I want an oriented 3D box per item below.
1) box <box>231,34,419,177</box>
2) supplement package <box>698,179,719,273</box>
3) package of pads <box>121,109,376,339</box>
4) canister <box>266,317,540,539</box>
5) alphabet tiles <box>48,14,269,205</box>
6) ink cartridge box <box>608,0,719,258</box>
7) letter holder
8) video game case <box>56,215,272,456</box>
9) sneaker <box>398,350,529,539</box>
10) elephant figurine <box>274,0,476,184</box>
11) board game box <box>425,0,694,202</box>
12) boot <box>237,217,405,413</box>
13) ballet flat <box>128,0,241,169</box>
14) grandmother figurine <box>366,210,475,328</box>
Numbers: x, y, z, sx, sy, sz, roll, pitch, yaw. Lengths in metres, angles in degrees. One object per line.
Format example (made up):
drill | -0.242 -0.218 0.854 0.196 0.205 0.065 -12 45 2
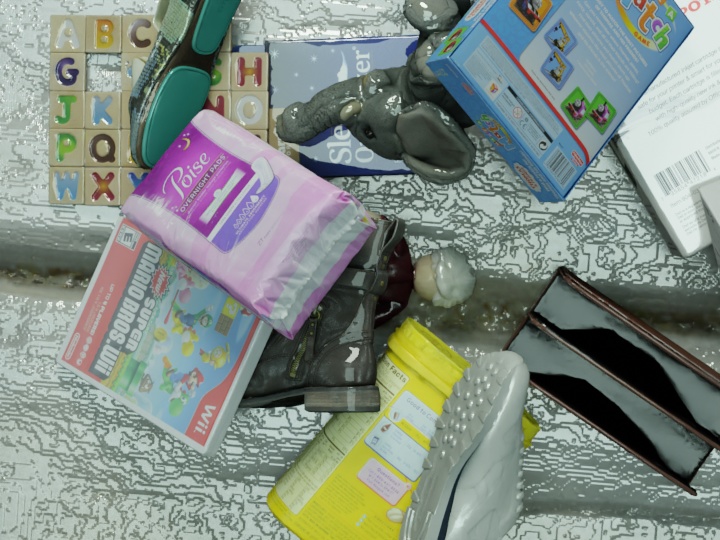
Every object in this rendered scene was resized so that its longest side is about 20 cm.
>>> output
box | -0.014 -0.141 1.618 0.200 0.032 0.121 -2 92 4
supplement package | 0.366 0.019 1.511 0.121 0.120 0.200 -21 127 2
package of pads | -0.091 -0.042 1.512 0.200 0.076 0.121 34 82 42
canister | 0.033 0.163 1.595 0.149 0.087 0.200 39 95 -5
alphabet tiles | -0.177 -0.139 1.624 0.200 0.008 0.167 1 92 12
ink cartridge box | 0.281 -0.132 1.574 0.145 0.084 0.200 -30 90 3
letter holder | 0.224 0.094 1.556 0.200 0.142 0.101 34 93 1
video game case | -0.166 0.053 1.584 0.200 0.017 0.143 26 94 37
sneaker | 0.100 0.160 1.525 0.080 0.076 0.200 18 104 -17
elephant figurine | 0.054 -0.140 1.532 0.155 0.141 0.200 52 131 21
board game box | 0.159 -0.176 1.453 0.151 0.037 0.200 49 66 -21
boot | -0.054 0.029 1.560 0.200 0.069 0.174 1 88 26
ballet flat | -0.157 -0.185 1.589 0.074 0.074 0.200 26 95 2
grandmother figurine | 0.000 0.000 1.612 0.200 0.061 0.121 4 120 0
